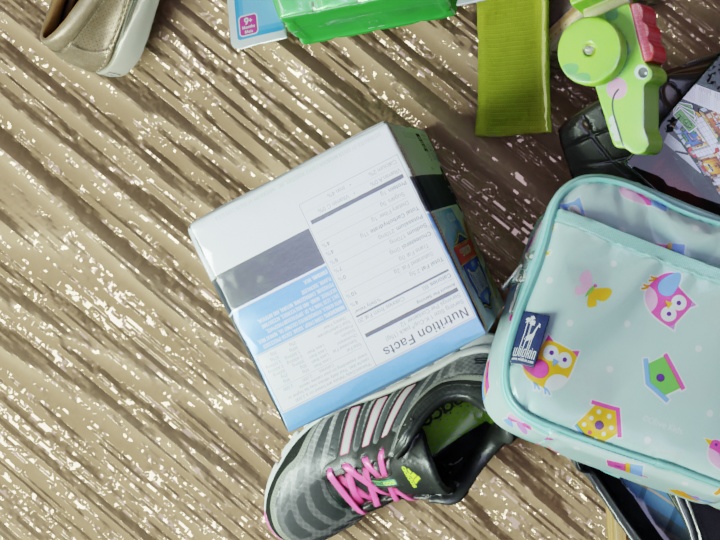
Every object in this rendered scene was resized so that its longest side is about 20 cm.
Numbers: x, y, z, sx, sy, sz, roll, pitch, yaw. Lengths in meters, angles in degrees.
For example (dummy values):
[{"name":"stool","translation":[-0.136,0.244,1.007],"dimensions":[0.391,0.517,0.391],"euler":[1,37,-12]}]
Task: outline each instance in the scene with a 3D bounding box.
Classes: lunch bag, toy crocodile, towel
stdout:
[{"name":"lunch bag","translation":[0.173,0.038,0.917],"dimensions":[0.198,0.077,0.162],"euler":[20,78,1]},{"name":"toy crocodile","translation":[0.142,-0.164,0.943],"dimensions":[0.061,0.067,0.202],"euler":[-18,81,24]},{"name":"towel","translation":[0.093,-0.186,1.018],"dimensions":[0.018,0.086,0.203],"euler":[-3,93,-21]}]

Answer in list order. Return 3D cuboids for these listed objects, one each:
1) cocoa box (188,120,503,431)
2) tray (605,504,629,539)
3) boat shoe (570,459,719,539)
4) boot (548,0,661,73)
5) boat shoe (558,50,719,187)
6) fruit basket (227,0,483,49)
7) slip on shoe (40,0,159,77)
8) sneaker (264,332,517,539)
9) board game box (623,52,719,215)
[{"name":"cocoa box","translation":[0.000,0.000,0.983],"dimensions":[0.132,0.200,0.132],"euler":[-27,89,8]},{"name":"tray","translation":[0.207,0.218,1.015],"dimensions":[0.097,0.037,0.203],"euler":[-1,79,-3]},{"name":"boat shoe","translation":[0.150,0.102,0.974],"dimensions":[0.070,0.066,0.201],"euler":[-34,87,36]},{"name":"boot","translation":[0.138,-0.244,1.027],"dimensions":[0.200,0.072,0.167],"euler":[-46,68,21]},{"name":"boat shoe","translation":[0.222,-0.099,1.008],"dimensions":[0.198,0.074,0.076],"euler":[-16,102,9]},{"name":"fruit basket","translation":[-0.008,-0.253,1.025],"dimensions":[0.183,0.094,0.203],"euler":[-8,86,13]},{"name":"slip on shoe","translation":[-0.152,-0.227,1.054],"dimensions":[0.076,0.060,0.202],"euler":[36,107,49]},{"name":"sneaker","translation":[0.023,0.118,1.034],"dimensions":[0.199,0.088,0.074],"euler":[-33,114,7]},{"name":"board game box","translation":[0.263,-0.036,0.963],"dimensions":[0.200,0.023,0.105],"euler":[42,98,-2]}]
